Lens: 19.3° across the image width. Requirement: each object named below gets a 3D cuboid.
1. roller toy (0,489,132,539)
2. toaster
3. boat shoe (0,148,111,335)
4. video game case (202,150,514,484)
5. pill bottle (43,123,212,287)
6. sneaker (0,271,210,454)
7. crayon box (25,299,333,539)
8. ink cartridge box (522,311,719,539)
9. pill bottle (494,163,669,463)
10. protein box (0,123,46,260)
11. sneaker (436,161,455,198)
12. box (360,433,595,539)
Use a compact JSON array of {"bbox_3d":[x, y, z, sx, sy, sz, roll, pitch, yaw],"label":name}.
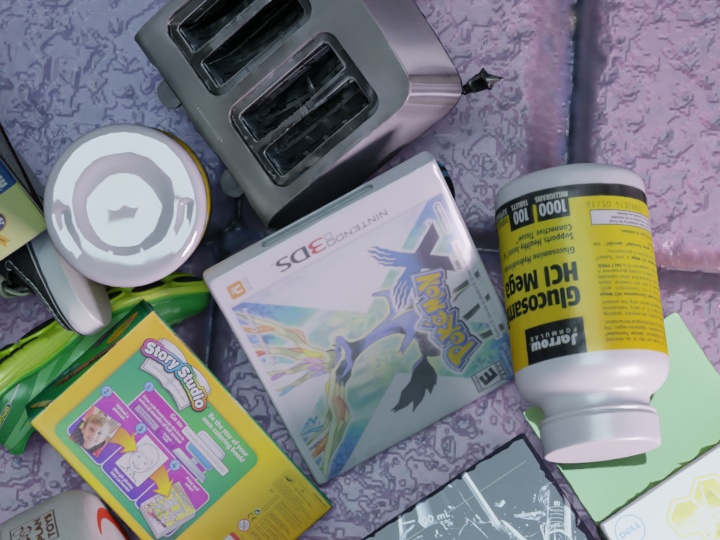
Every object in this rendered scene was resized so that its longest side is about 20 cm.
[{"bbox_3d":[-0.200,0.252,1.466,0.139,0.200,0.183,-28,76,1],"label":"roller toy"},{"bbox_3d":[-0.038,-0.149,1.536,0.200,0.119,0.181,-38,82,20],"label":"toaster"},{"bbox_3d":[-0.242,-0.010,1.548,0.064,0.071,0.200,-39,46,4],"label":"boat shoe"},{"bbox_3d":[0.008,0.037,1.521,0.182,0.022,0.200,-29,122,-3],"label":"video game case"},{"bbox_3d":[-0.161,-0.048,1.505,0.111,0.200,0.112,0,92,-2],"label":"pill bottle"},{"bbox_3d":[-0.196,0.066,1.569,0.200,0.074,0.084,-31,107,-7],"label":"sneaker"},{"bbox_3d":[-0.130,0.134,1.521,0.119,0.058,0.200,-42,101,-4],"label":"crayon box"},{"bbox_3d":[0.232,0.148,1.546,0.145,0.048,0.200,-33,84,-3],"label":"ink cartridge box"},{"bbox_3d":[0.161,0.032,1.525,0.112,0.112,0.201,-6,75,1],"label":"pill bottle"},{"bbox_3d":[-0.355,-0.067,1.500,0.198,0.200,0.135,-34,125,-2],"label":"protein box"},{"bbox_3d":[0.000,0.000,1.558,0.073,0.082,0.200,30,84,5],"label":"sneaker"},{"bbox_3d":[0.082,0.248,1.504,0.200,0.104,0.182,-34,80,-4],"label":"box"}]
